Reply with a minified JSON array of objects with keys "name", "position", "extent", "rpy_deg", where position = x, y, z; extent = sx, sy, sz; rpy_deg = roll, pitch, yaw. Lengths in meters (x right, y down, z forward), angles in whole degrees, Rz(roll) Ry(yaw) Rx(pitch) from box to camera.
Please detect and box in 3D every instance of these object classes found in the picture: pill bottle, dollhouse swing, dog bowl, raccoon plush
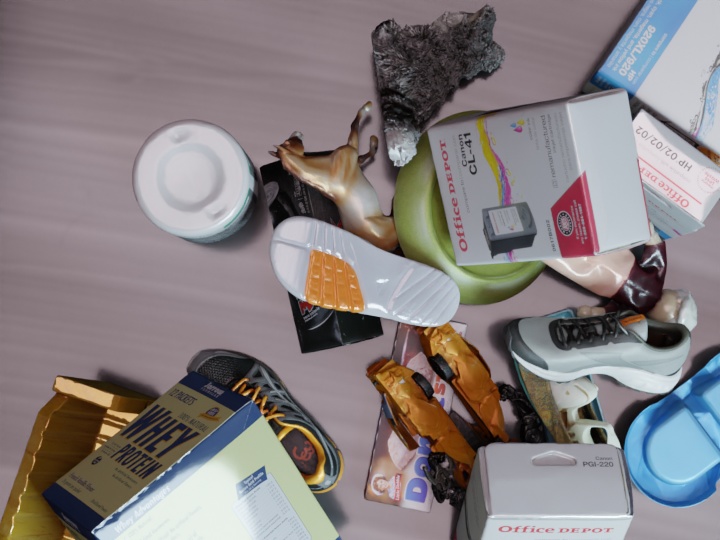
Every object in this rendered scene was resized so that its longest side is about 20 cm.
[{"name":"pill bottle","position":[-0.160,-0.085,1.634],"extent":[0.113,0.200,0.114],"rpy_deg":[0,88,0]},{"name":"dollhouse swing","position":[-0.231,0.233,1.650],"extent":[0.175,0.182,0.201],"rpy_deg":[19,88,16]},{"name":"dog bowl","position":[0.361,0.160,1.701],"extent":[0.200,0.050,0.112],"rpy_deg":[-37,89,-1]},{"name":"raccoon plush","position":[0.088,-0.185,1.668],"extent":[0.133,0.097,0.201],"rpy_deg":[-10,58,5]}]

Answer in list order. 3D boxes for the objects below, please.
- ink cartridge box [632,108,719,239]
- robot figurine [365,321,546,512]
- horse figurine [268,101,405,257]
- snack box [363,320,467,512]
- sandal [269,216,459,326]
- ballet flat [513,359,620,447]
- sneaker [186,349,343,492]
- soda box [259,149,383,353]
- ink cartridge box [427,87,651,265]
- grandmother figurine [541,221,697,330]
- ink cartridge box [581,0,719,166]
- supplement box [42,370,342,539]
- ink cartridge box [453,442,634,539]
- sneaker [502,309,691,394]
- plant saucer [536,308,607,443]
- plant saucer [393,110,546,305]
[{"name":"ink cartridge box","position":[0.297,-0.095,1.633],"extent":[0.115,0.200,0.068],"rpy_deg":[36,89,1]},{"name":"robot figurine","position":[0.101,0.151,1.676],"extent":[0.145,0.058,0.200],"rpy_deg":[-40,105,-15]},{"name":"horse figurine","position":[0.004,-0.075,1.666],"extent":[0.133,0.050,0.200],"rpy_deg":[-46,112,-43]},{"name":"snack box","position":[0.057,0.147,1.714],"extent":[0.072,0.024,0.201],"rpy_deg":[11,88,-3]},{"name":"sandal","position":[-0.002,0.008,1.627],"extent":[0.206,0.059,0.079],"rpy_deg":[21,88,-20]},{"name":"ballet flat","position":[0.222,0.151,1.673],"extent":[0.070,0.071,0.201],"rpy_deg":[-22,91,0]},{"name":"sneaker","position":[-0.097,0.152,1.690],"extent":[0.200,0.077,0.078],"rpy_deg":[39,90,3]},{"name":"soda box","position":[-0.040,-0.020,1.687],"extent":[0.063,0.071,0.201],"rpy_deg":[-15,87,42]},{"name":"ink cartridge box","position":[0.169,-0.085,1.561],"extent":[0.085,0.200,0.148],"rpy_deg":[-17,97,-38]},{"name":"grandmother figurine","position":[0.268,0.004,1.684],"extent":[0.200,0.061,0.121],"rpy_deg":[34,102,-16]},{"name":"ink cartridge box","position":[0.352,-0.194,1.662],"extent":[0.200,0.147,0.145],"rpy_deg":[34,89,2]},{"name":"supplement box","position":[-0.160,0.244,1.596],"extent":[0.200,0.134,0.200],"rpy_deg":[-39,116,-20]},{"name":"ink cartridge box","position":[0.176,0.257,1.614],"extent":[0.145,0.200,0.085],"rpy_deg":[1,50,-6]},{"name":"sneaker","position":[0.238,0.068,1.646],"extent":[0.199,0.080,0.074],"rpy_deg":[6,44,-15]},{"name":"plant saucer","position":[0.216,0.145,1.718],"extent":[0.070,0.019,0.201],"rpy_deg":[-16,89,0]},{"name":"plant saucer","position":[0.129,-0.065,1.677],"extent":[0.199,0.031,0.201],"rpy_deg":[0,90,-24]}]
